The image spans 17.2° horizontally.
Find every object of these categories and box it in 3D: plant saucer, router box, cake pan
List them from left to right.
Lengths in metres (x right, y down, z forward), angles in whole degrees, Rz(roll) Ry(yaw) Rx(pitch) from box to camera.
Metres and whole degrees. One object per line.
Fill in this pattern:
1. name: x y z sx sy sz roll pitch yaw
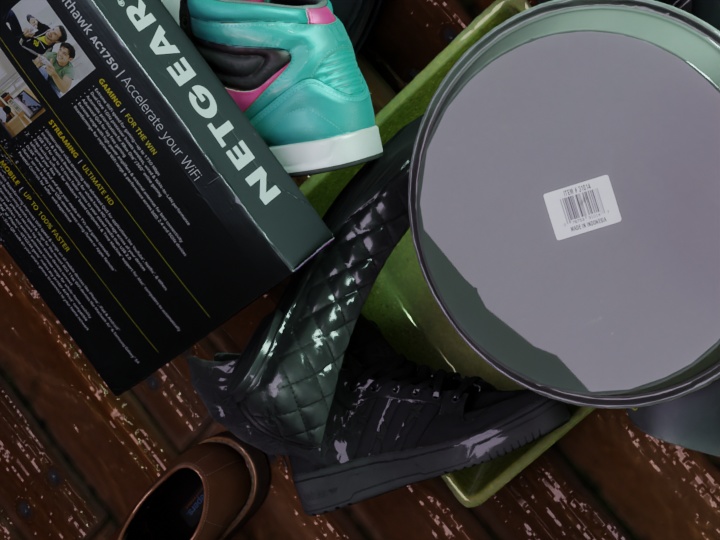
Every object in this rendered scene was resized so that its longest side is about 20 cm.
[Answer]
1. router box: -0.129 -0.053 1.221 0.149 0.051 0.201 -33 96 36
2. plant saucer: 0.079 -0.011 1.278 0.200 0.048 0.201 -42 76 23
3. cake pan: 0.112 -0.030 1.131 0.198 0.037 0.202 3 100 19

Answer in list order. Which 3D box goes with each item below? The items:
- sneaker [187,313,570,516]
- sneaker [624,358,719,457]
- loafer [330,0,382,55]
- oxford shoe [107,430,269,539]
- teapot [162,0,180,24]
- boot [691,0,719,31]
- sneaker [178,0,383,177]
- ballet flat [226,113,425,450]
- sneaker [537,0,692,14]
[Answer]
1. sneaker: 0.008 0.064 1.259 0.199 0.060 0.105 -21 87 29
2. sneaker: 0.125 0.014 1.186 0.199 0.075 0.107 27 102 22
3. loafer: -0.063 -0.108 1.326 0.072 0.063 0.200 47 118 -5
4. oxford shoe: -0.132 0.179 1.388 0.071 0.071 0.201 38 111 18
5. teapot: -0.203 -0.150 1.322 0.200 0.146 0.197 51 154 -4
6. boot: 0.249 -0.134 1.152 0.202 0.073 0.155 4 85 21
7. sneaker: -0.086 -0.108 1.258 0.198 0.083 0.122 -4 99 29
8. ballet flat: 0.000 0.000 1.236 0.057 0.066 0.201 35 78 -15
9. sneaker: 0.121 -0.161 1.238 0.075 0.079 0.200 -41 96 17
